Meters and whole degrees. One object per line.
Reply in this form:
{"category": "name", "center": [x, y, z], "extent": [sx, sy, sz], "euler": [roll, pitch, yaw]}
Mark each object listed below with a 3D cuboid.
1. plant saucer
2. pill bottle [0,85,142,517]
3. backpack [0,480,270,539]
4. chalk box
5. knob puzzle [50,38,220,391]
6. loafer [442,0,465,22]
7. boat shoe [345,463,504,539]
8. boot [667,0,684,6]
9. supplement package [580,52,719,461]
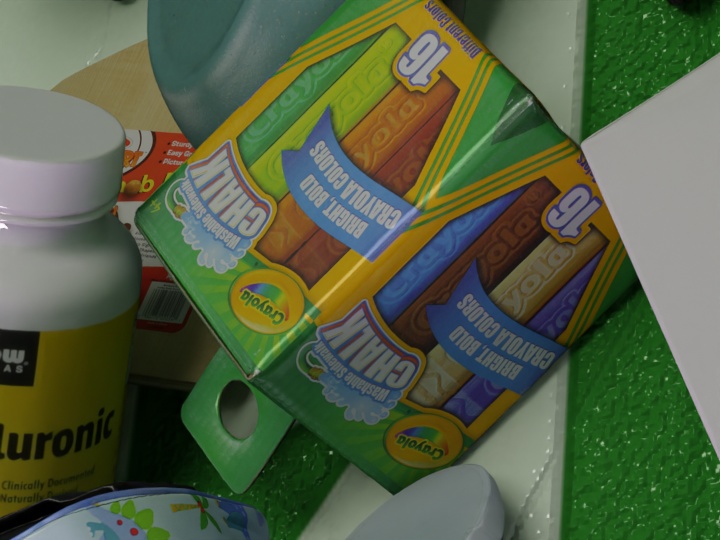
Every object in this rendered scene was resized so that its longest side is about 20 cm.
{"category": "plant saucer", "center": [-0.050, -0.145, 1.199], "extent": [0.200, 0.036, 0.201], "euler": [-42, 40, 50]}
{"category": "pill bottle", "center": [-0.151, 0.029, 1.140], "extent": [0.111, 0.111, 0.201], "euler": [35, 124, 45]}
{"category": "backpack", "center": [-0.112, 0.177, 1.037], "extent": [0.200, 0.183, 0.147], "euler": [-32, 70, 18]}
{"category": "chalk box", "center": [0.000, 0.000, 1.104], "extent": [0.200, 0.124, 0.125], "euler": [-45, 45, 3]}
{"category": "knob puzzle", "center": [-0.101, -0.032, 1.262], "extent": [0.219, 0.030, 0.220], "euler": [-14, 50, 17]}
{"category": "loafer", "center": [0.008, -0.142, 1.190], "extent": [0.075, 0.069, 0.201], "euler": [31, 110, 45]}
{"category": "boat shoe", "center": [0.028, 0.162, 1.022], "extent": [0.071, 0.091, 0.200], "euler": [-20, 25, 24]}
{"category": "boot", "center": [0.138, -0.214, 1.194], "extent": [0.132, 0.070, 0.200], "euler": [-40, 56, 4]}
{"category": "supplement package", "center": [0.181, 0.019, 0.959], "extent": [0.120, 0.121, 0.200], "euler": [-33, 48, 15]}
